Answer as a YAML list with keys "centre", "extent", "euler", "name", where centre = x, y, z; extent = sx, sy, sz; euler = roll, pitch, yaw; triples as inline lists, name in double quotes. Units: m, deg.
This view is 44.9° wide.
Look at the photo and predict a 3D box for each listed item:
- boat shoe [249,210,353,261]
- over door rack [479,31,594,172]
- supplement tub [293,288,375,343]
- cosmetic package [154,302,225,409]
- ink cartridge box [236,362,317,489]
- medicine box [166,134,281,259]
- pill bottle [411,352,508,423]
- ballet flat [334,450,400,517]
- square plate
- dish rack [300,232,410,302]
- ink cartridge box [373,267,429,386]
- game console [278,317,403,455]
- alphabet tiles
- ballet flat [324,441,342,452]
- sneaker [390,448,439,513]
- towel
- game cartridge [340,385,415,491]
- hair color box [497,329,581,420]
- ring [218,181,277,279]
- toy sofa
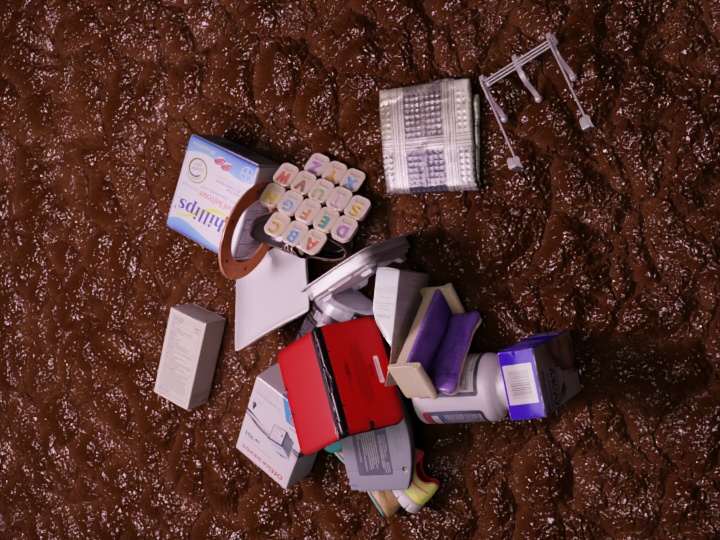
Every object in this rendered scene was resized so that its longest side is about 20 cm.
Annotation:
- centre: [-0.111, -0.063, 1.641]
  extent: [0.199, 0.073, 0.075]
  euler: [8, 111, -4]
  name: "boat shoe"
- centre: [0.290, -0.271, 1.432]
  extent: [0.148, 0.067, 0.201]
  euler: [-29, 60, 29]
  name: "over door rack"
- centre: [-0.059, 0.134, 1.654]
  extent: [0.122, 0.122, 0.200]
  euler: [34, 110, 22]
  name: "supplement tub"
- centre: [-0.366, 0.182, 1.862]
  extent: [0.103, 0.073, 0.201]
  euler: [23, 106, 26]
  name: "cosmetic package"
- centre: [-0.150, 0.306, 1.722]
  extent: [0.146, 0.086, 0.200]
  euler: [34, 123, 22]
  name: "ink cartridge box"
- centre: [-0.270, -0.149, 1.754]
  extent: [0.182, 0.103, 0.201]
  euler: [27, 107, 25]
  name: "medicine box"
- centre: [0.200, 0.204, 1.516]
  extent: [0.199, 0.119, 0.120]
  euler: [-7, 92, 30]
  name: "pill bottle"
- centre: [0.013, 0.382, 1.686]
  extent: [0.063, 0.069, 0.200]
  euler: [-40, 77, -2]
  name: "ballet flat"
- centre: [-0.170, 0.041, 1.714]
  extent: [0.198, 0.028, 0.200]
  euler: [-31, 45, 29]
  name: "square plate"
- centre: [0.000, 0.000, 1.561]
  extent: [0.171, 0.200, 0.044]
  euler: [-32, 84, 28]
  name: "dish rack"
- centre: [0.066, 0.098, 1.540]
  extent: [0.047, 0.160, 0.201]
  euler: [8, 90, 23]
  name: "ink cartridge box"
- centre: [-0.038, 0.205, 1.547]
  extent: [0.119, 0.172, 0.201]
  euler: [117, 139, -63]
  name: "game console"
- centre: [-0.085, -0.129, 1.627]
  extent: [0.200, 0.015, 0.196]
  euler: [26, 69, 17]
  name: "alphabet tiles"
- centre: [-0.025, 0.253, 1.639]
  extent: [0.067, 0.064, 0.200]
  euler: [18, 118, 3]
  name: "ballet flat"
- centre: [0.076, 0.349, 1.636]
  extent: [0.090, 0.078, 0.200]
  euler: [-40, 82, 18]
  name: "sneaker"
- centre: [0.125, -0.240, 1.565]
  extent: [0.192, 0.035, 0.201]
  euler: [0, 98, 33]
  name: "towel"
- centre: [0.029, 0.301, 1.574]
  extent: [0.133, 0.042, 0.201]
  euler: [-7, 102, 13]
  name: "game cartridge"
- centre: [0.294, 0.165, 1.411]
  extent: [0.065, 0.200, 0.110]
  euler: [-11, 90, 28]
  name: "hair color box"
- centre: [-0.215, -0.078, 1.673]
  extent: [0.019, 0.200, 0.201]
  euler: [22, 106, 20]
  name: "ring"
- centre: [0.132, 0.119, 1.495]
  extent: [0.097, 0.200, 0.083]
  euler: [-6, 130, 33]
  name: "toy sofa"
